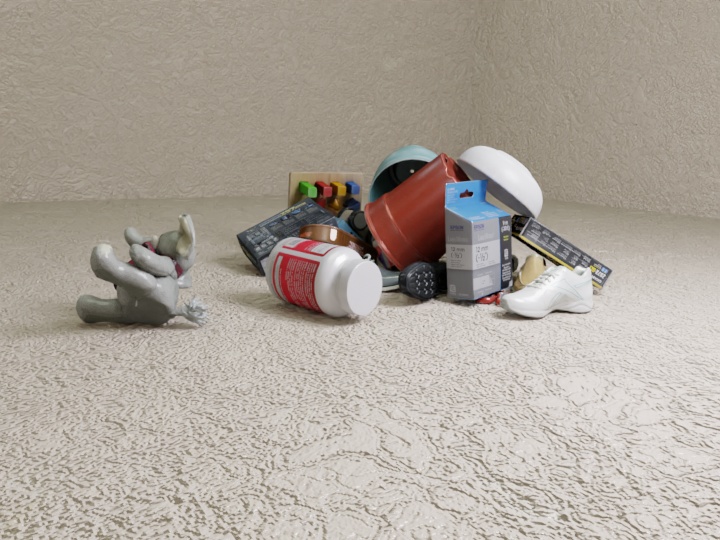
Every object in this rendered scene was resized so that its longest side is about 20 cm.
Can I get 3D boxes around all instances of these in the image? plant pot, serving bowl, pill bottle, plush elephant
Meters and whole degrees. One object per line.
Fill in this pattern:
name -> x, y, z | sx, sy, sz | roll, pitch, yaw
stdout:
plant pot -> 0.118, -0.197, 1.450 | 0.193, 0.204, 0.136 | 2, 40, 4
serving bowl -> 0.290, -0.187, 1.290 | 0.198, 0.066, 0.200 | 38, 5, -4
pill bottle -> -0.061, 0.013, 1.073 | 0.110, 0.116, 0.197 | -9, 16, -44
plush elephant -> -0.317, -0.008, 0.989 | 0.194, 0.166, 0.158 | 14, 48, -16
plant pot -> 0.140, -0.118, 1.312 | 0.194, 0.203, 0.200 | -39, -5, 22

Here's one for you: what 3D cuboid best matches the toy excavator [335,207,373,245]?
toy excavator -> -0.065, -0.064, 1.526 | 0.194, 0.202, 0.099 | 42, -9, -25

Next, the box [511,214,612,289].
box -> 0.401, -0.043, 1.323 | 0.197, 0.050, 0.160 | 32, 9, -3

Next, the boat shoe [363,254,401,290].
boat shoe -> 0.000, 0.000, 1.274 | 0.194, 0.064, 0.073 | 5, 12, 18

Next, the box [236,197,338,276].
box -> -0.162, -0.079, 1.426 | 0.197, 0.052, 0.157 | -29, 33, -16

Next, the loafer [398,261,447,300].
loafer -> 0.113, 0.018, 1.202 | 0.069, 0.071, 0.199 | -2, 3, 28

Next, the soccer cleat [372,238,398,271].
soccer cleat -> 0.082, -0.029, 1.464 | 0.067, 0.075, 0.199 | -18, -13, 18

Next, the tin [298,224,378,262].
tin -> -0.046, -0.042, 1.340 | 0.110, 0.043, 0.198 | -4, -21, 44

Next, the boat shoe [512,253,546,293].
boat shoe -> 0.333, 0.006, 1.249 | 0.069, 0.079, 0.200 | 4, 11, 13

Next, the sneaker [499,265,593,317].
sneaker -> 0.322, 0.033, 1.112 | 0.195, 0.083, 0.070 | -6, 15, -26

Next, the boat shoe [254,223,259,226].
boat shoe -> -0.192, -0.085, 1.678 | 0.193, 0.074, 0.069 | 7, 32, -6

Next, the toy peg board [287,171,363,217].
toy peg board -> -0.077, -0.135, 1.602 | 0.193, 0.206, 0.098 | -3, 19, -22

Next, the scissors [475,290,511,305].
scissors -> 0.262, 0.040, 1.246 | 0.071, 0.014, 0.200 | 1, 10, 14

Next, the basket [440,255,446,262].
basket -> 0.150, -0.121, 1.640 | 0.191, 0.166, 0.200 | 3, 11, 8

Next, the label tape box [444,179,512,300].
label tape box -> 0.220, -0.061, 1.184 | 0.065, 0.207, 0.141 | 7, 13, 41

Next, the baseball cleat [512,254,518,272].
baseball cleat -> 0.298, -0.018, 1.380 | 0.103, 0.072, 0.200 | 1, 11, -3
